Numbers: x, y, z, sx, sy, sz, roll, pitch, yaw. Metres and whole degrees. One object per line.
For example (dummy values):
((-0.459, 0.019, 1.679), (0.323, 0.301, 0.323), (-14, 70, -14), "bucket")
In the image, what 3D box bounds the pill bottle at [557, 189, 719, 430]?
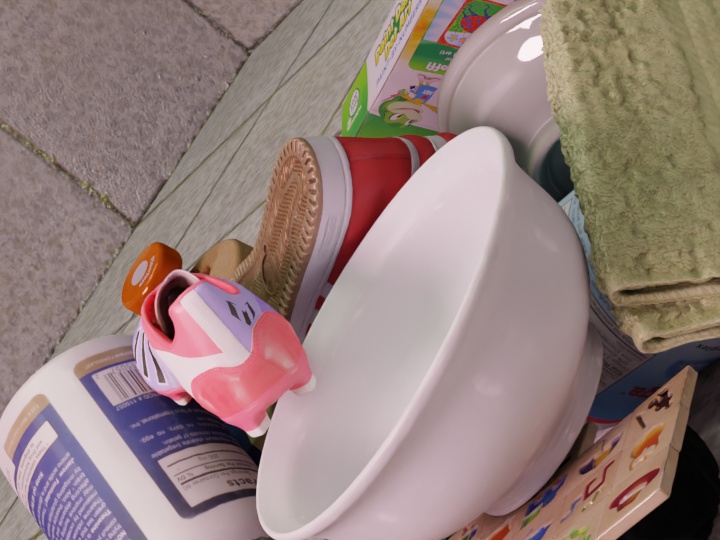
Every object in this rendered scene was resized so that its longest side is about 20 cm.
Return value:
((0.127, 0.013, 0.954), (0.200, 0.109, 0.109), (-41, 16, 43), "pill bottle")

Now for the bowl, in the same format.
((0.043, 0.045, 0.836), (0.201, 0.090, 0.201), (-55, 15, 23), "bowl")

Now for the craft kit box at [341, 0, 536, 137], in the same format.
((0.114, -0.112, 1.003), (0.198, 0.200, 0.049), (119, 155, -49), "craft kit box")

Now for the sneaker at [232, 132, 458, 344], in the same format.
((0.000, 0.000, 0.995), (0.200, 0.112, 0.071), (114, 141, -52), "sneaker")

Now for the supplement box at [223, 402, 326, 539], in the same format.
((0.026, 0.053, 1.146), (0.200, 0.134, 0.200), (-52, 13, 3), "supplement box")

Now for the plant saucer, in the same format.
((0.139, -0.067, 0.980), (0.200, 0.200, 0.050), (-41, 36, 42), "plant saucer")

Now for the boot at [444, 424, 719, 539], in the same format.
((0.070, 0.155, 0.842), (0.162, 0.073, 0.198), (-38, 11, 40), "boot")

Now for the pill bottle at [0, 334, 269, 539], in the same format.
((-0.097, 0.135, 0.993), (0.111, 0.111, 0.200), (-49, 56, 11), "pill bottle")

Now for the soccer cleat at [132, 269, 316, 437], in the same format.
((-0.079, 0.026, 0.920), (0.067, 0.077, 0.200), (-40, 17, -10), "soccer cleat")

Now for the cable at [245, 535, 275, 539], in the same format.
((-0.028, 0.216, 0.826), (0.050, 0.200, 0.097), (-15, -4, -11), "cable")

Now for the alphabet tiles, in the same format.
((0.061, 0.121, 0.782), (0.200, 0.008, 0.167), (-44, 6, 28), "alphabet tiles")

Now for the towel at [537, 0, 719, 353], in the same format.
((0.159, -0.052, 0.845), (0.037, 0.148, 0.200), (94, 169, -52), "towel")

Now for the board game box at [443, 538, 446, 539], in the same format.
((-0.018, 0.237, 0.989), (0.151, 0.047, 0.200), (-43, 15, 36), "board game box")

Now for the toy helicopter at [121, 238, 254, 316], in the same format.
((-0.104, 0.072, 1.140), (0.132, 0.079, 0.200), (-15, 51, 57), "toy helicopter")
